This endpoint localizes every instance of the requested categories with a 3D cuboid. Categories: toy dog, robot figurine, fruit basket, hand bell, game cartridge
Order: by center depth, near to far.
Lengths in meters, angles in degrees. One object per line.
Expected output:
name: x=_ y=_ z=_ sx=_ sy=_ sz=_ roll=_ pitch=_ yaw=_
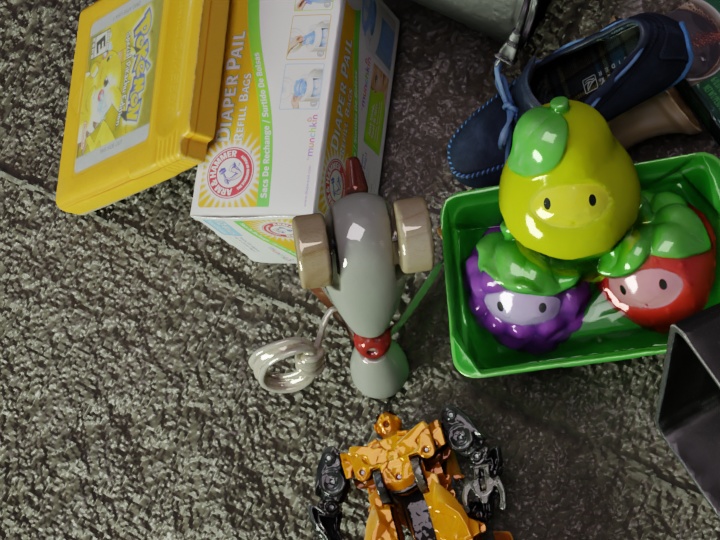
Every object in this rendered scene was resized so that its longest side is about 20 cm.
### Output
fruit basket: x=0.150 y=-0.017 z=1.149 sx=0.214 sy=0.216 sz=0.157 roll=-9 pitch=71 yaw=13
robot figurine: x=0.045 y=0.195 z=1.190 sx=0.144 sy=0.058 sz=0.202 roll=-19 pitch=70 yaw=9
toy dog: x=0.000 y=0.000 z=1.191 sx=0.131 sy=0.201 sz=0.097 roll=7 pitch=52 yaw=-16
hand bell: x=0.138 y=-0.082 z=1.246 sx=0.200 sy=0.104 sz=0.105 roll=-38 pitch=66 yaw=15
game cartridge: x=-0.167 y=-0.148 z=1.312 sx=0.199 sy=0.032 sz=0.178 roll=-18 pitch=62 yaw=53

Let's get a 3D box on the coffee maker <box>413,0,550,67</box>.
coffee maker: x=0.047 y=-0.248 z=1.174 sx=0.199 sy=0.192 sz=0.136 roll=22 pitch=112 yaw=6

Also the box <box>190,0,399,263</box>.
box: x=-0.046 y=-0.116 z=1.279 sx=0.100 sy=0.112 sz=0.202 roll=0 pitch=74 yaw=24

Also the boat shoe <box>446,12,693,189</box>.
boat shoe: x=0.129 y=-0.125 z=1.175 sx=0.200 sy=0.068 sz=0.085 roll=-37 pitch=62 yaw=30

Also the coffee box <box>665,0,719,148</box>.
coffee box: x=0.319 y=-0.176 z=1.225 sx=0.199 sy=0.044 sz=0.123 roll=-31 pitch=66 yaw=0

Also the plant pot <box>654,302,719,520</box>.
plant pot: x=0.318 y=0.102 z=1.075 sx=0.177 sy=0.200 sz=0.201 roll=-30 pitch=67 yaw=-6
